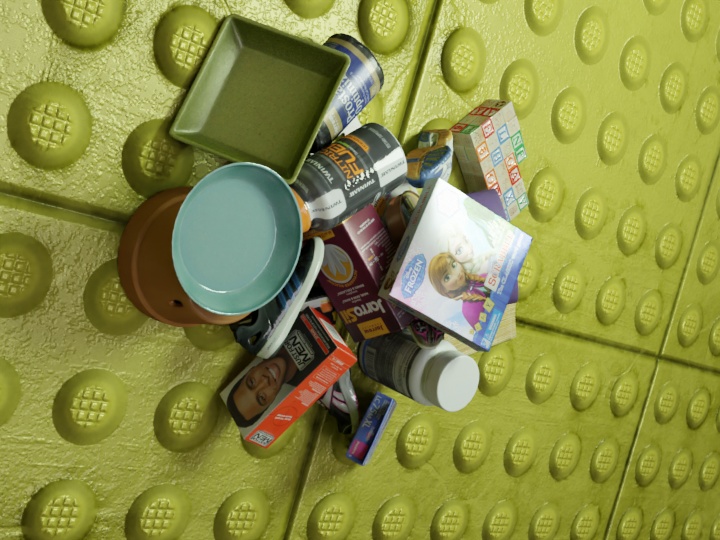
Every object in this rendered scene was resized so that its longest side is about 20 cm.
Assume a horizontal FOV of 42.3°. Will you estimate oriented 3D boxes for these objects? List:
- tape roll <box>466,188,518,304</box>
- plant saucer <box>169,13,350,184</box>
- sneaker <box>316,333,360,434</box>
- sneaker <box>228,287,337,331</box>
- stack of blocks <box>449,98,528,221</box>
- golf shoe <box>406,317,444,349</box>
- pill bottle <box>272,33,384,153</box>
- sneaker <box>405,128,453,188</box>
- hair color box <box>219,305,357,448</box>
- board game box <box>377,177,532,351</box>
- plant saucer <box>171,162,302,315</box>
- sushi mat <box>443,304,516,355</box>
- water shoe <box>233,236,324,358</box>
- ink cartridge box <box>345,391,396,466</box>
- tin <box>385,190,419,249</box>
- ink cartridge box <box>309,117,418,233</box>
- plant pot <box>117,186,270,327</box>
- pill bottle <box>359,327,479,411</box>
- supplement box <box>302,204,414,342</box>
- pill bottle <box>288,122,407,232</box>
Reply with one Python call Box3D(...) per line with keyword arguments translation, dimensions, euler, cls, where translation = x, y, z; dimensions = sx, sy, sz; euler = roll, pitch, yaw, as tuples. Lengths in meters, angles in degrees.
Box3D(translation=(0.209, -0.035, 1.604), dimensions=(0.084, 0.200, 0.202), euler=(-12, 114, 1), cls="tape roll")
Box3D(translation=(-0.135, -0.234, 1.298), dimensions=(0.202, 0.198, 0.048), euler=(-65, 166, -9), cls="plant saucer")
Box3D(translation=(-0.055, 0.192, 1.548), dimensions=(0.085, 0.081, 0.202), euler=(-13, 122, -3), cls="sneaker")
Box3D(translation=(-0.114, 0.088, 1.460), dimensions=(0.199, 0.070, 0.091), euler=(-15, 108, -38), cls="sneaker")
Box3D(translation=(0.244, -0.193, 1.688), dimensions=(0.115, 0.058, 0.201), euler=(-39, 124, -26), cls="stack of blocks")
Box3D(translation=(0.099, 0.066, 1.557), dimensions=(0.072, 0.201, 0.093), euler=(0, 131, -10), cls="golf shoe")
Box3D(translation=(-0.064, -0.247, 1.382), dimensions=(0.200, 0.111, 0.112), euler=(-50, 128, -18), cls="pill bottle")
Box3D(translation=(0.121, -0.165, 1.534), dimensions=(0.200, 0.074, 0.089), euler=(-57, 145, -59), cls="sneaker")
Box3D(translation=(-0.111, 0.163, 1.414), dimensions=(0.200, 0.102, 0.061), euler=(-46, 140, 7), cls="hair color box")
Box3D(translation=(0.150, -0.007, 1.434), dimensions=(0.198, 0.041, 0.202), euler=(28, 76, -22), cls="board game box")
Box3D(translation=(-0.166, -0.043, 1.220), dimensions=(0.198, 0.036, 0.203), euler=(-11, 108, -37), cls="plant saucer")
Box3D(translation=(0.230, 0.109, 1.790), dimensions=(0.198, 0.012, 0.097), euler=(-15, 113, -36), cls="sushi mat")
Box3D(translation=(-0.119, 0.028, 1.366), dimensions=(0.078, 0.071, 0.202), euler=(28, 72, -11), cls="water shoe")
Box3D(translation=(0.020, 0.266, 1.564), dimensions=(0.120, 0.042, 0.200), euler=(-63, 175, -7), cls="ink cartridge box")
Box3D(translation=(0.106, -0.034, 1.491), dimensions=(0.201, 0.042, 0.112), euler=(57, 35, -16), cls="tin")
Box3D(translation=(0.014, -0.142, 1.504), dimensions=(0.115, 0.068, 0.201), euler=(-46, 126, -22), cls="ink cartridge box")
Box3D(translation=(-0.218, -0.008, 1.302), dimensions=(0.199, 0.139, 0.203), euler=(-12, 109, -38), cls="plant pot")
Box3D(translation=(0.098, 0.160, 1.570), dimensions=(0.113, 0.199, 0.115), euler=(-13, 111, -36), cls="pill bottle")
Box3D(translation=(0.000, 0.000, 1.455), dimensions=(0.086, 0.110, 0.201), euler=(-42, 107, -46), cls="supplement box")
Box3D(translation=(-0.036, -0.126, 1.345), dimensions=(0.199, 0.106, 0.107), euler=(-34, 122, -27), cls="pill bottle")
